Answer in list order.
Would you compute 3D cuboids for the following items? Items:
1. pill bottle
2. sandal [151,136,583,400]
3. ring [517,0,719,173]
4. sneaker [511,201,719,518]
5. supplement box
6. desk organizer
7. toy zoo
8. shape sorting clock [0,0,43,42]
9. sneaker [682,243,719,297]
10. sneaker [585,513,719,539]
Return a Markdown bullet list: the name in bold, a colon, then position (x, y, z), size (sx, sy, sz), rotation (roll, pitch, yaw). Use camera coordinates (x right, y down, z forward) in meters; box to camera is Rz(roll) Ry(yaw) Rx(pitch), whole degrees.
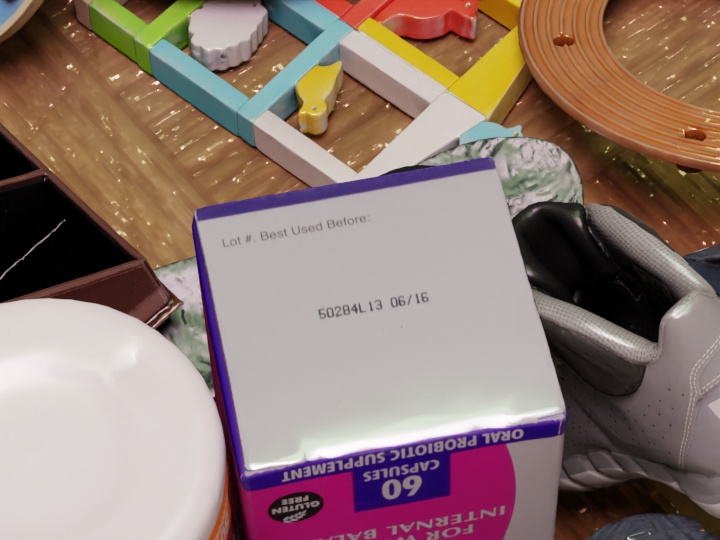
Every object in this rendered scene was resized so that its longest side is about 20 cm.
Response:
- **pill bottle**: position (-0.094, 0.109, 0.791), size (0.114, 0.200, 0.115), rotation (-1, 56, 1)
- **sandal**: position (0.000, 0.001, 0.946), size (0.200, 0.048, 0.076), rotation (-23, 72, -10)
- **ring**: position (0.164, -0.094, 1.006), size (0.199, 0.019, 0.201), rotation (0, 39, 0)
- **sneaker**: position (0.080, 0.019, 0.843), size (0.116, 0.200, 0.075), rotation (48, 71, -19)
- **supplement box**: position (0.006, 0.068, 0.818), size (0.101, 0.200, 0.104), rotation (-10, 57, -5)
- **desk organizer**: position (-0.165, -0.039, 0.948), size (0.072, 0.077, 0.200), rotation (-42, 57, -11)
- **toy zoo**: position (-0.008, -0.101, 1.041), size (0.200, 0.020, 0.131), rotation (35, 63, 22)
- **shape sorting clock**: position (-0.177, -0.190, 1.012), size (0.039, 0.200, 0.200), rotation (-6, 49, -40)
- **sneaker**: position (0.193, 0.002, 0.933), size (0.199, 0.080, 0.079), rotation (-8, 56, -2)
- **sneaker**: position (0.106, 0.181, 0.806), size (0.077, 0.086, 0.201), rotation (-9, 64, 4)
